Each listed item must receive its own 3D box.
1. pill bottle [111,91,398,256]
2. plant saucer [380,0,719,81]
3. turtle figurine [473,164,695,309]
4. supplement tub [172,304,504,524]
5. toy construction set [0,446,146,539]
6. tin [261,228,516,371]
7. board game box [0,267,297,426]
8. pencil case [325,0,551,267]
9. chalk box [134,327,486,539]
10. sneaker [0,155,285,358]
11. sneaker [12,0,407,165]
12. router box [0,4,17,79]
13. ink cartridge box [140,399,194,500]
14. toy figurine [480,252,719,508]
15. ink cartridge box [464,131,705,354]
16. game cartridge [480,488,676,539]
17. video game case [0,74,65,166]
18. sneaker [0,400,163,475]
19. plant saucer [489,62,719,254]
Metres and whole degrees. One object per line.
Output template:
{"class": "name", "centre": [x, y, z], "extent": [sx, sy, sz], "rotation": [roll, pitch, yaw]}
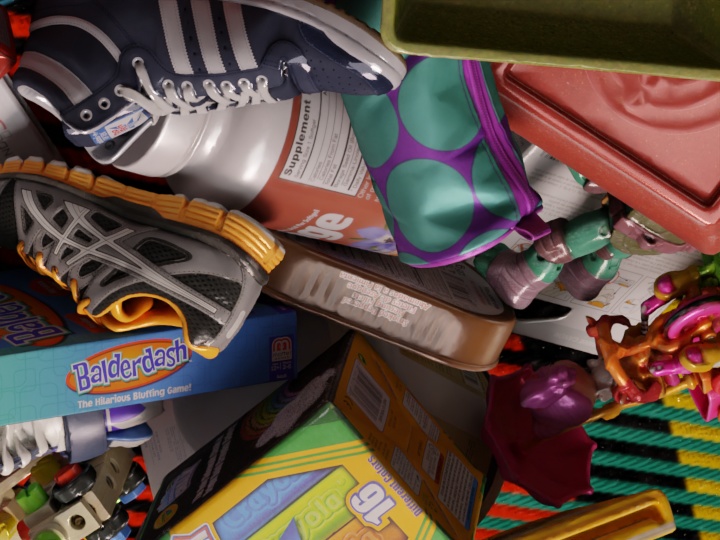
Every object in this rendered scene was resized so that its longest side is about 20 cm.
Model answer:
{"class": "pill bottle", "centre": [-0.041, -0.078, 1.484], "extent": [0.199, 0.113, 0.112], "rotation": [12, 134, -33]}
{"class": "plant saucer", "centre": [0.103, -0.203, 1.359], "extent": [0.199, 0.201, 0.048], "rotation": [3, -178, -18]}
{"class": "turtle figurine", "centre": [0.162, -0.052, 1.553], "extent": [0.149, 0.101, 0.200], "rotation": [14, 137, -35]}
{"class": "supplement tub", "centre": [-0.011, 0.091, 1.674], "extent": [0.144, 0.145, 0.200], "rotation": [-35, 144, 21]}
{"class": "toy construction set", "centre": [-0.197, 0.160, 1.656], "extent": [0.131, 0.200, 0.092], "rotation": [-32, 120, 16]}
{"class": "tin", "centre": [0.000, 0.000, 1.568], "extent": [0.199, 0.112, 0.042], "rotation": [21, 104, -19]}
{"class": "board game box", "centre": [-0.156, 0.036, 1.531], "extent": [0.199, 0.152, 0.045], "rotation": [-9, 109, -25]}
{"class": "pencil case", "centre": [0.034, -0.107, 1.412], "extent": [0.092, 0.201, 0.085], "rotation": [-8, -165, 37]}
{"class": "chalk box", "centre": [-0.044, 0.154, 1.517], "extent": [0.200, 0.125, 0.124], "rotation": [-39, 100, 18]}
{"class": "sneaker", "centre": [-0.141, -0.008, 1.461], "extent": [0.199, 0.078, 0.078], "rotation": [13, 166, 29]}
{"class": "sneaker", "centre": [-0.082, -0.097, 1.356], "extent": [0.199, 0.109, 0.070], "rotation": [20, 168, 15]}
{"class": "router box", "centre": [-0.309, -0.100, 1.370], "extent": [0.200, 0.049, 0.179], "rotation": [-41, 131, 22]}
{"class": "ink cartridge box", "centre": [-0.099, 0.161, 1.686], "extent": [0.044, 0.201, 0.094], "rotation": [-19, 144, 1]}
{"class": "toy figurine", "centre": [0.161, 0.073, 1.636], "extent": [0.183, 0.151, 0.200], "rotation": [-24, 156, 0]}
{"class": "ink cartridge box", "centre": [0.140, -0.029, 1.679], "extent": [0.199, 0.044, 0.174], "rotation": [15, 132, -36]}
{"class": "game cartridge", "centre": [0.074, 0.180, 1.621], "extent": [0.176, 0.033, 0.200], "rotation": [-18, 178, -21]}
{"class": "video game case", "centre": [-0.276, -0.051, 1.493], "extent": [0.199, 0.022, 0.182], "rotation": [-22, 143, 5]}
{"class": "sneaker", "centre": [-0.194, 0.082, 1.565], "extent": [0.146, 0.200, 0.081], "rotation": [-7, 101, 12]}
{"class": "plant saucer", "centre": [0.172, -0.130, 1.452], "extent": [0.199, 0.037, 0.200], "rotation": [32, 107, -10]}
